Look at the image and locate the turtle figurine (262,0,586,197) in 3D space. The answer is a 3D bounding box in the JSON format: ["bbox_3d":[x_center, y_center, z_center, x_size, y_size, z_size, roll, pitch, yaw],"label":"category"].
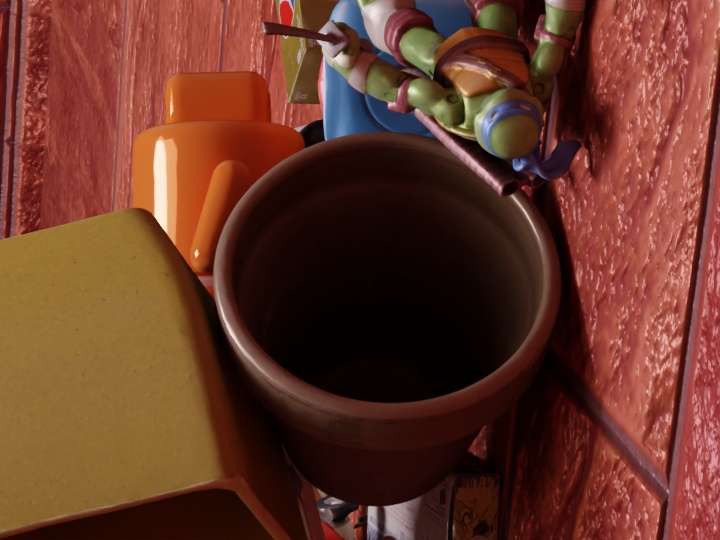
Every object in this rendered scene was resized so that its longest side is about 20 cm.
[{"bbox_3d":[0.052,-0.154,1.523,0.144,0.200,0.194,-49,21,11],"label":"turtle figurine"}]

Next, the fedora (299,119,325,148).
[{"bbox_3d":[0.000,0.000,1.806,0.201,0.091,0.202,180,90,-76],"label":"fedora"}]

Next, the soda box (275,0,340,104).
[{"bbox_3d":[-0.028,-0.223,1.990,0.068,0.064,0.201,112,155,-56],"label":"soda box"}]

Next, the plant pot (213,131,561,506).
[{"bbox_3d":[0.012,0.050,1.580,0.175,0.199,0.201,95,168,-53],"label":"plant pot"}]

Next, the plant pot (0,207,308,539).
[{"bbox_3d":[-0.154,0.082,1.585,0.194,0.194,0.201,60,-163,-64],"label":"plant pot"}]

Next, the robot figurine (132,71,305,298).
[{"bbox_3d":[-0.092,-0.026,1.740,0.143,0.116,0.201,-7,82,52],"label":"robot figurine"}]

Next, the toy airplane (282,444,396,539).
[{"bbox_3d":[-0.039,0.209,1.695,0.200,0.140,0.201,99,154,-55],"label":"toy airplane"}]

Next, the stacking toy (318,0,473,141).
[{"bbox_3d":[0.024,-0.123,1.741,0.200,0.109,0.117,-114,23,-82],"label":"stacking toy"}]

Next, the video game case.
[{"bbox_3d":[0.044,0.202,1.733,0.200,0.036,0.183,-158,70,-75],"label":"video game case"}]

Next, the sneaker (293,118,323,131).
[{"bbox_3d":[-0.035,-0.036,1.981,0.079,0.079,0.201,-105,20,-46],"label":"sneaker"}]

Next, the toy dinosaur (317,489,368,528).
[{"bbox_3d":[-0.010,0.122,1.872,0.058,0.200,0.101,-40,70,19],"label":"toy dinosaur"}]

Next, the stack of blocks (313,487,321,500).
[{"bbox_3d":[-0.053,0.123,2.075,0.200,0.058,0.116,131,137,-68],"label":"stack of blocks"}]
